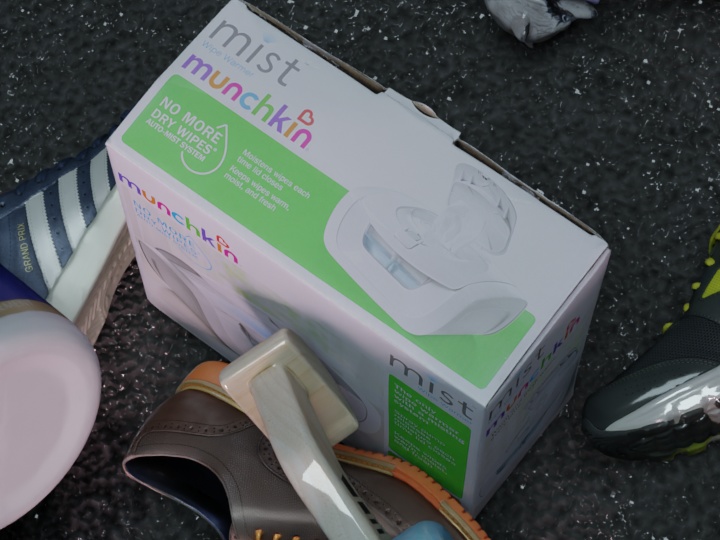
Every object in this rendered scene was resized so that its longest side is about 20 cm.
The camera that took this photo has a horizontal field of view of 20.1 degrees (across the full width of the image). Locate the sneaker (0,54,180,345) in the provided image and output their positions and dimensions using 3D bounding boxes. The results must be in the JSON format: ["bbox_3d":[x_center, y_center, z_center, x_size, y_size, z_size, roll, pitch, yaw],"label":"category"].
[{"bbox_3d":[-0.145,-0.032,0.997,0.084,0.075,0.200,29,81,11],"label":"sneaker"}]

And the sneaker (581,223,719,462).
[{"bbox_3d":[0.182,0.017,0.950,0.200,0.075,0.085,-30,68,-9],"label":"sneaker"}]

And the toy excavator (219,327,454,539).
[{"bbox_3d":[0.012,0.123,0.796,0.100,0.194,0.200,-33,97,7],"label":"toy excavator"}]

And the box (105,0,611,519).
[{"bbox_3d":[0.000,0.000,0.912,0.200,0.177,0.097,35,72,13],"label":"box"}]

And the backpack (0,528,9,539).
[{"bbox_3d":[-0.255,0.186,0.908,0.200,0.154,0.191,28,100,-21],"label":"backpack"}]

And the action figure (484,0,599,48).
[{"bbox_3d":[0.125,-0.195,1.009,0.200,0.105,0.194,25,88,-13],"label":"action figure"}]

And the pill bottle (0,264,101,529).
[{"bbox_3d":[-0.221,0.024,0.921,0.200,0.116,0.116,35,83,31],"label":"pill bottle"}]

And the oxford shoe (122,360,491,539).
[{"bbox_3d":[-0.020,0.118,0.931,0.200,0.071,0.073,27,49,26],"label":"oxford shoe"}]
